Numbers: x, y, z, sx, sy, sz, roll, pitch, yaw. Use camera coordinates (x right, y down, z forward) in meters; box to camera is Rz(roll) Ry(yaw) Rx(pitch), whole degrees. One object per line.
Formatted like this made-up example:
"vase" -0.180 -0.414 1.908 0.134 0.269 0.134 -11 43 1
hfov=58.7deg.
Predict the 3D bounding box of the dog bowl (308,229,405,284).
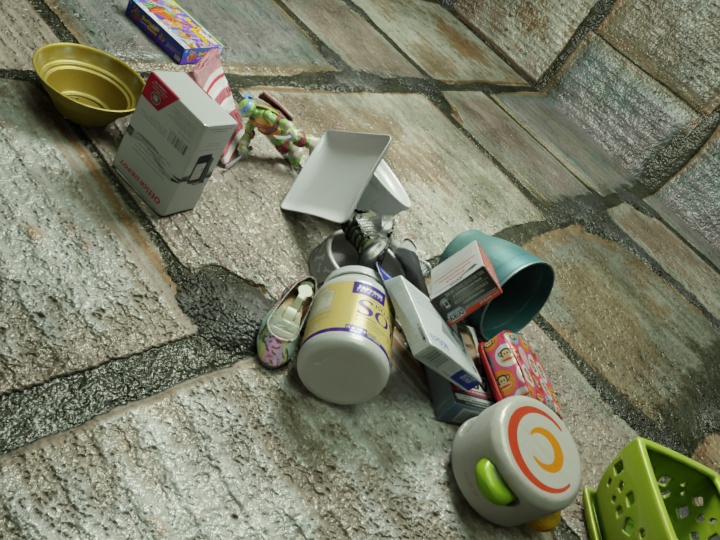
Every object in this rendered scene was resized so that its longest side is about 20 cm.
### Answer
"dog bowl" 0.000 0.000 1.250 0.200 0.059 0.200 23 36 -18

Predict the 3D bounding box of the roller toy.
"roller toy" 0.247 0.308 1.030 0.200 0.140 0.183 24 47 -21

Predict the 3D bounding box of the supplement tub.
"supplement tub" -0.017 0.100 1.042 0.145 0.145 0.200 27 36 -12

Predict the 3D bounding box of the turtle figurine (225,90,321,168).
"turtle figurine" -0.181 -0.260 1.342 0.194 0.144 0.200 21 35 -46

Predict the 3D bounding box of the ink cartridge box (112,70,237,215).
"ink cartridge box" -0.324 -0.218 1.106 0.145 0.200 0.083 45 32 12

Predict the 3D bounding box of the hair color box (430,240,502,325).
"hair color box" 0.190 0.018 1.176 0.064 0.111 0.200 53 14 -7

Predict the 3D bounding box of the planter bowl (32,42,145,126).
"planter bowl" -0.502 -0.325 1.178 0.200 0.084 0.201 23 37 -19

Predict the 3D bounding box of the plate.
"plate" -0.045 -0.186 1.272 0.199 0.200 0.032 17 -16 45

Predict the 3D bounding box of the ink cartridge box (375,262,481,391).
"ink cartridge box" 0.117 0.089 1.089 0.200 0.041 0.200 38 23 -48

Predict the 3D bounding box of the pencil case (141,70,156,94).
"pencil case" -0.345 -0.316 1.244 0.078 0.090 0.200 15 4 9

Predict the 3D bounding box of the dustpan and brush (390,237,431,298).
"dustpan and brush" 0.098 -0.023 1.337 0.057 0.140 0.200 -32 34 -19

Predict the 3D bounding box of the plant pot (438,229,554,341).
"plant pot" 0.272 0.014 1.360 0.200 0.200 0.188 0 34 -40

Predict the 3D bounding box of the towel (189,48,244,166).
"towel" -0.286 -0.332 1.300 0.023 0.200 0.144 -5 37 12

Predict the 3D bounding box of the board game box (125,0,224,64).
"board game box" -0.451 -0.584 1.557 0.200 0.045 0.134 43 35 10

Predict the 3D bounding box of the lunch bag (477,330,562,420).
"lunch bag" 0.303 0.218 1.181 0.200 0.082 0.176 37 28 -46

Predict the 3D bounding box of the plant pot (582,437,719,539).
"plant pot" 0.493 0.430 1.060 0.200 0.182 0.199 25 36 -15

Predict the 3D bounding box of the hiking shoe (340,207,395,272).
"hiking shoe" 0.004 -0.058 1.221 0.100 0.076 0.200 21 29 -2

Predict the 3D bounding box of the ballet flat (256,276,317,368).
"ballet flat" -0.116 0.072 1.055 0.069 0.071 0.200 31 35 -7

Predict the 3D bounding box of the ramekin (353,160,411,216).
"ramekin" 0.012 -0.189 1.395 0.201 0.098 0.201 48 17 -20

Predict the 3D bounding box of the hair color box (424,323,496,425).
"hair color box" 0.177 0.186 1.182 0.099 0.061 0.200 18 38 -24
